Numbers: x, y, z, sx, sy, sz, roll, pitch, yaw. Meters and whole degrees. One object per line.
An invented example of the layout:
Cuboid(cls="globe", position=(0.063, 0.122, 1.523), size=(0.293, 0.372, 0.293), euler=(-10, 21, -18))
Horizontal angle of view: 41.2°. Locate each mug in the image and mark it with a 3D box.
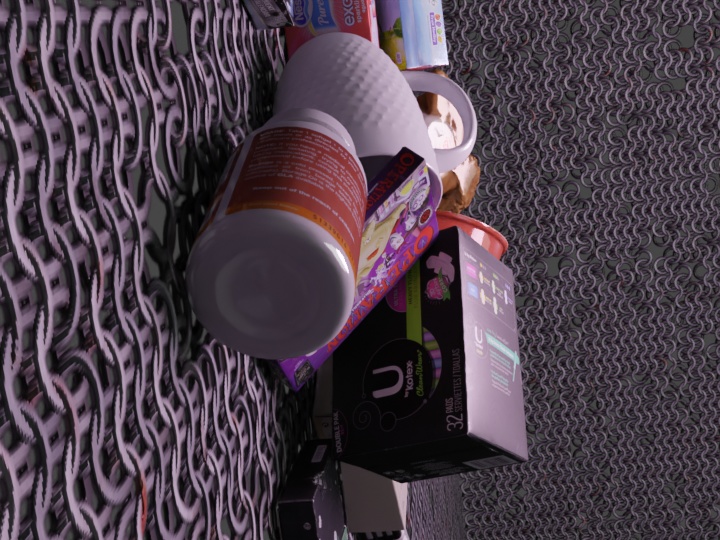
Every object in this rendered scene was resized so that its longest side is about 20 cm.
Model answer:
Cuboid(cls="mug", position=(0.013, -0.134, 0.911), size=(0.148, 0.198, 0.177), euler=(94, -14, -58))

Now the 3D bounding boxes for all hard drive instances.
Cuboid(cls="hard drive", position=(-0.035, 0.271, 0.866), size=(0.140, 0.037, 0.202), euler=(-62, 145, -75))

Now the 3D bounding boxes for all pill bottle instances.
Cuboid(cls="pill bottle", position=(-0.051, -0.038, 0.689), size=(0.201, 0.111, 0.113), euler=(-82, 164, -57))

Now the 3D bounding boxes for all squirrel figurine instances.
Cuboid(cls="squirrel figurine", position=(0.047, -0.146, 1.202), size=(0.200, 0.186, 0.142), euler=(39, 69, -39))

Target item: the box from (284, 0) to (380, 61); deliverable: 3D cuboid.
Cuboid(cls="box", position=(-0.034, -0.293, 1.036), size=(0.100, 0.094, 0.202), euler=(-73, 157, -73))

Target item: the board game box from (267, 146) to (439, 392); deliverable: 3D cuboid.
Cuboid(cls="board game box", position=(-0.010, 0.001, 0.815), size=(0.200, 0.032, 0.120), euler=(-47, 156, -16))

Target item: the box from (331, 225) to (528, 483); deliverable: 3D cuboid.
Cuboid(cls="box", position=(0.065, 0.084, 0.920), size=(0.124, 0.148, 0.202), euler=(32, 50, -49))

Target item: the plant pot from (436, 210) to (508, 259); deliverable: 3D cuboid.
Cuboid(cls="plant pot", position=(0.084, 0.039, 1.298), size=(0.201, 0.199, 0.197), euler=(59, 43, -72))

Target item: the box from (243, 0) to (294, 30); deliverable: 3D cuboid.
Cuboid(cls="box", position=(-0.093, -0.338, 0.851), size=(0.137, 0.039, 0.202), euler=(59, 27, -70))

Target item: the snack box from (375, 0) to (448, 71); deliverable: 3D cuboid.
Cuboid(cls="snack box", position=(0.016, -0.316, 1.145), size=(0.199, 0.067, 0.170), euler=(8, -72, 58))

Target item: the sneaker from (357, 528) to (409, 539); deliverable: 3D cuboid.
Cuboid(cls="sneaker", position=(0.041, 0.337, 1.240), size=(0.116, 0.074, 0.201), euler=(-87, 168, -56))

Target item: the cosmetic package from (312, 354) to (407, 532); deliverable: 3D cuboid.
Cuboid(cls="cosmetic package", position=(0.004, 0.190, 1.066), size=(0.104, 0.072, 0.201), euler=(-85, 167, -51))
